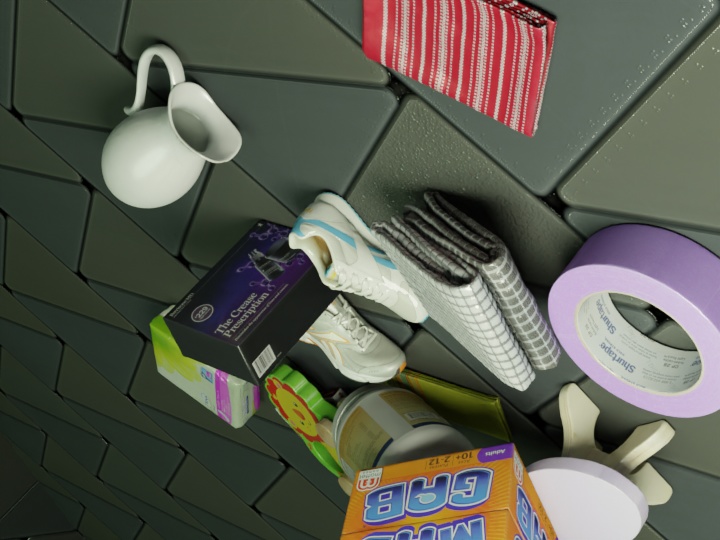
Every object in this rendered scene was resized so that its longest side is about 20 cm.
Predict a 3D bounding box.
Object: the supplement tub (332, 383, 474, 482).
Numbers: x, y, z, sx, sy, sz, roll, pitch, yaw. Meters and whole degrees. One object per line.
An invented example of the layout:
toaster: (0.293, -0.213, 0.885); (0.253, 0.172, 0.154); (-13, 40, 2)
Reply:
supplement tub: (0.052, 0.238, 1.469); (0.145, 0.144, 0.200); (57, 171, -24)

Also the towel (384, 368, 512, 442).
towel: (0.114, 0.176, 1.522); (0.199, 0.018, 0.086); (15, 144, 39)

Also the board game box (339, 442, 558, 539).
board game box: (0.105, 0.349, 1.265); (0.199, 0.200, 0.200); (-14, 123, 22)

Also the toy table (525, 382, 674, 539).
toy table: (0.273, 0.235, 1.308); (0.184, 0.117, 0.200); (53, 148, -17)

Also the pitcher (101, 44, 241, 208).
pitcher: (-0.259, -0.178, 1.426); (0.200, 0.121, 0.172); (-26, 89, 48)

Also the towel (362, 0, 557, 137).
towel: (0.084, -0.215, 1.047); (0.200, 0.022, 0.145); (30, 149, 20)

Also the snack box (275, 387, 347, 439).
snack box: (-0.064, 0.230, 1.791); (0.072, 0.024, 0.200); (51, 149, -11)

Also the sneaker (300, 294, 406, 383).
sneaker: (-0.026, 0.075, 1.504); (0.200, 0.076, 0.092); (28, 143, 22)

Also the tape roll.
tape roll: (0.288, 0.051, 1.107); (0.200, 0.066, 0.200); (30, 147, 22)

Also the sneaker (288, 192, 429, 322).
sneaker: (0.000, 0.000, 1.364); (0.200, 0.081, 0.077); (41, 149, -1)

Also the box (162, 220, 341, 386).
box: (-0.132, 0.037, 1.445); (0.141, 0.200, 0.079); (14, 140, 38)

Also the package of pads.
package of pads: (-0.260, 0.164, 1.896); (0.200, 0.068, 0.155); (33, 147, 18)

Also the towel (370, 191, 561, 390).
towel: (0.117, 0.016, 1.199); (0.166, 0.086, 0.200); (55, 173, -35)

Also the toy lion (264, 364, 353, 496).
toy lion: (-0.066, 0.238, 1.727); (0.191, 0.069, 0.200); (24, 145, 42)
